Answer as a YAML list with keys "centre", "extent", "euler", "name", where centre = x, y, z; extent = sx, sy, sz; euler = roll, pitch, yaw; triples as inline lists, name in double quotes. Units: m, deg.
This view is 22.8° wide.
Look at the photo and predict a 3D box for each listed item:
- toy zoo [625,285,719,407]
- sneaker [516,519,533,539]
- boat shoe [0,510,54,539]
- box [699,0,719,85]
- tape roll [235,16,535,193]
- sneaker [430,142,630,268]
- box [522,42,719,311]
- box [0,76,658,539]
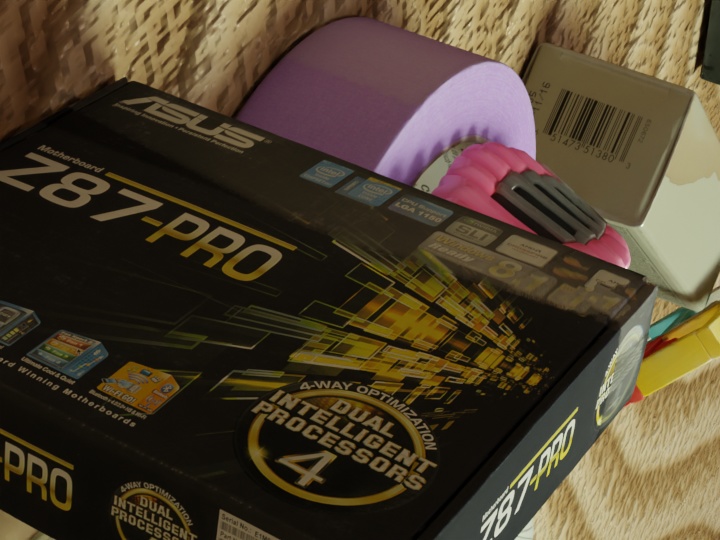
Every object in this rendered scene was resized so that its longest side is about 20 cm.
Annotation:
- centre: [0.186, 0.048, 1.086]
  extent: [0.200, 0.021, 0.131]
  euler: [-35, 179, 37]
  name: "toy zoo"
- centre: [0.078, 0.146, 1.028]
  extent: [0.100, 0.078, 0.200]
  euler: [-64, 157, -19]
  name: "sneaker"
- centre: [-0.115, 0.054, 0.556]
  extent: [0.200, 0.071, 0.065]
  euler: [-45, 111, -46]
  name: "boat shoe"
- centre: [0.345, -0.180, 1.163]
  extent: [0.149, 0.199, 0.125]
  euler: [-45, 147, -41]
  name: "box"
- centre: [0.000, 0.000, 0.744]
  extent: [0.200, 0.065, 0.201]
  euler: [-46, 148, -40]
  name: "tape roll"
- centre: [0.033, 0.017, 0.684]
  extent: [0.200, 0.079, 0.096]
  euler: [-28, 156, -55]
  name: "sneaker"
- centre: [0.147, -0.046, 0.987]
  extent: [0.078, 0.095, 0.200]
  euler: [-67, 158, -5]
  name: "box"
- centre: [-0.038, 0.020, 0.508]
  extent: [0.161, 0.199, 0.049]
  euler: [-36, 142, -50]
  name: "box"
